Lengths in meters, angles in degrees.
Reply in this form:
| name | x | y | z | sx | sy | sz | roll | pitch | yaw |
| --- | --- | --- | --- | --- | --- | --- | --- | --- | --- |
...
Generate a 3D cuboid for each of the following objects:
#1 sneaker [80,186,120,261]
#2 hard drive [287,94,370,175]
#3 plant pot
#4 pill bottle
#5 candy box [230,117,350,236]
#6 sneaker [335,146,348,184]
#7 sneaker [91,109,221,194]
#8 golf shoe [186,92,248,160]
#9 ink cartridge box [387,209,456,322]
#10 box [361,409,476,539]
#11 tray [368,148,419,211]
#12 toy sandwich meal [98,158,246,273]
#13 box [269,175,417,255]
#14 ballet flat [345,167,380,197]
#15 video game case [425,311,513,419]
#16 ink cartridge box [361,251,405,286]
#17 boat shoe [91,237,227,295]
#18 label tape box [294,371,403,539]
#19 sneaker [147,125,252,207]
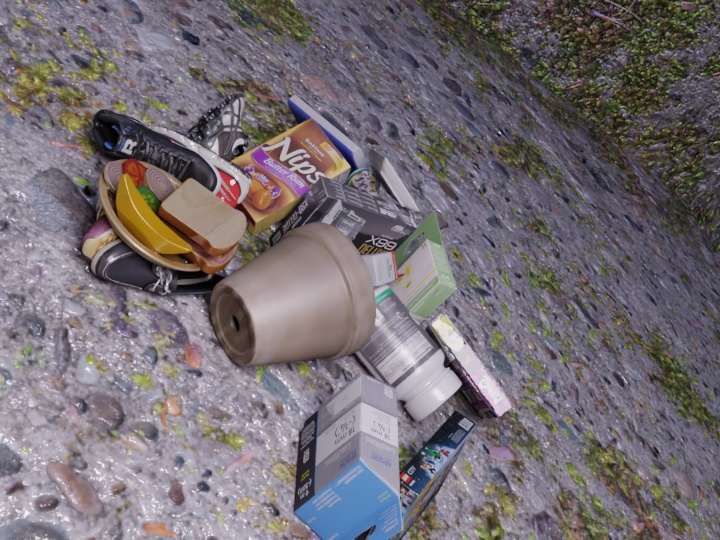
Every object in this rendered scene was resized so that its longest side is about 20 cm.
| name | x | y | z | sx | sy | sz | roll | pitch | yaw |
| --- | --- | --- | --- | --- | --- | --- | --- | --- | --- |
| sneaker | -0.333 | -0.076 | 1.016 | 0.090 | 0.075 | 0.200 | 35 | 26 | -1 |
| hard drive | -0.054 | -0.240 | 1.435 | 0.200 | 0.025 | 0.132 | 44 | -9 | 31 |
| plant pot | -0.107 | 0.048 | 1.044 | 0.173 | 0.200 | 0.201 | -19 | 67 | -37 |
| pill bottle | 0.061 | 0.131 | 1.186 | 0.200 | 0.113 | 0.113 | 51 | 32 | 7 |
| candy box | -0.129 | -0.159 | 1.257 | 0.199 | 0.057 | 0.117 | -33 | 77 | -25 |
| sneaker | -0.067 | -0.192 | 1.397 | 0.082 | 0.074 | 0.200 | 54 | -2 | -41 |
| sneaker | -0.307 | -0.164 | 1.093 | 0.199 | 0.073 | 0.112 | 31 | 10 | 8 |
| golf shoe | -0.237 | -0.240 | 1.317 | 0.095 | 0.077 | 0.201 | 52 | 30 | -22 |
| ink cartridge box | 0.093 | -0.003 | 1.343 | 0.048 | 0.146 | 0.201 | 20 | 39 | -30 |
| box | 0.078 | 0.287 | 1.005 | 0.038 | 0.137 | 0.200 | 33 | 28 | 18 |
| tray | 0.050 | -0.157 | 1.310 | 0.108 | 0.022 | 0.200 | 55 | 2 | -15 |
| toy sandwich meal | -0.244 | -0.080 | 0.984 | 0.205 | 0.070 | 0.206 | 37 | 28 | -24 |
| box | -0.028 | -0.063 | 1.261 | 0.199 | 0.158 | 0.050 | 17 | 41 | -39 |
| ballet flat | 0.010 | -0.120 | 1.369 | 0.072 | 0.072 | 0.200 | 52 | -12 | 12 |
| video game case | 0.170 | 0.162 | 1.242 | 0.182 | 0.036 | 0.200 | 54 | -6 | 11 |
| ink cartridge box | 0.000 | 0.000 | 1.216 | 0.200 | 0.108 | 0.051 | -18 | 100 | -73 |
| boat shoe | -0.258 | -0.001 | 0.999 | 0.063 | 0.073 | 0.199 | 43 | 23 | 30 |
| label tape box | -0.018 | 0.249 | 0.932 | 0.063 | 0.144 | 0.201 | 29 | 35 | -23 |
| sneaker | -0.268 | -0.160 | 1.175 | 0.199 | 0.085 | 0.077 | 30 | 2 | 10 |
